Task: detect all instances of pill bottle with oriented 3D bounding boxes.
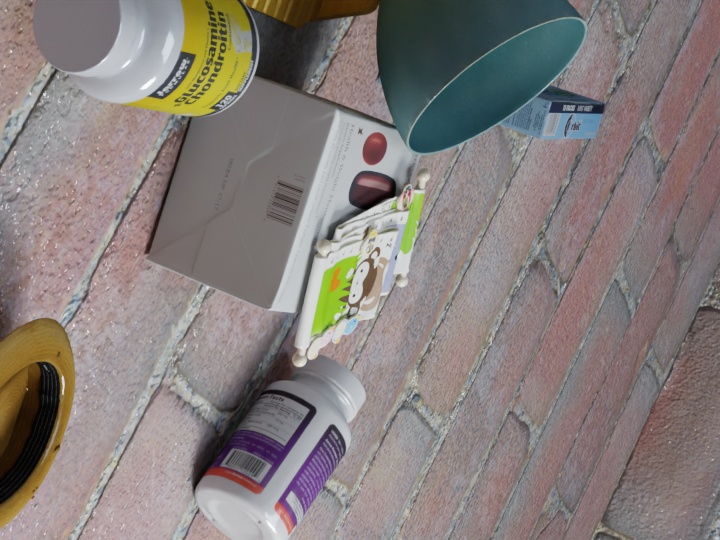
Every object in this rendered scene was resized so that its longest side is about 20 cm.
[{"bbox_3d":[-0.170,-0.185,1.510,0.200,0.111,0.113,1,109,-65],"label":"pill bottle"},{"bbox_3d":[-0.079,0.189,2.020,0.201,0.111,0.112,-54,153,-29],"label":"pill bottle"}]

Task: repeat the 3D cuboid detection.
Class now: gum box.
[{"bbox_3d":[0.143,-0.191,2.067,0.170,0.199,0.045,-9,118,-63],"label":"gum box"}]

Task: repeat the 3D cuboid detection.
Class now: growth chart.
[{"bbox_3d":[0.000,0.000,1.782,0.200,0.018,0.146,-35,141,-49],"label":"growth chart"}]

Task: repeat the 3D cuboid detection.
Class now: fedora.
[{"bbox_3d":[-0.305,0.119,1.514,0.201,0.081,0.202,-54,154,-41],"label":"fedora"}]

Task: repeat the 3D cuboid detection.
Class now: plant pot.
[{"bbox_3d":[0.092,-0.222,1.767,0.199,0.135,0.200,-30,165,-9],"label":"plant pot"}]

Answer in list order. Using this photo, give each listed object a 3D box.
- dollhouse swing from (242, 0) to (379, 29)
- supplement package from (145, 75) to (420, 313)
[{"bbox_3d":[0.011,-0.295,1.729,0.200,0.175,0.183,10,100,-67],"label":"dollhouse swing"},{"bbox_3d":[-0.066,-0.070,1.787,0.200,0.146,0.193,7,104,-65],"label":"supplement package"}]
